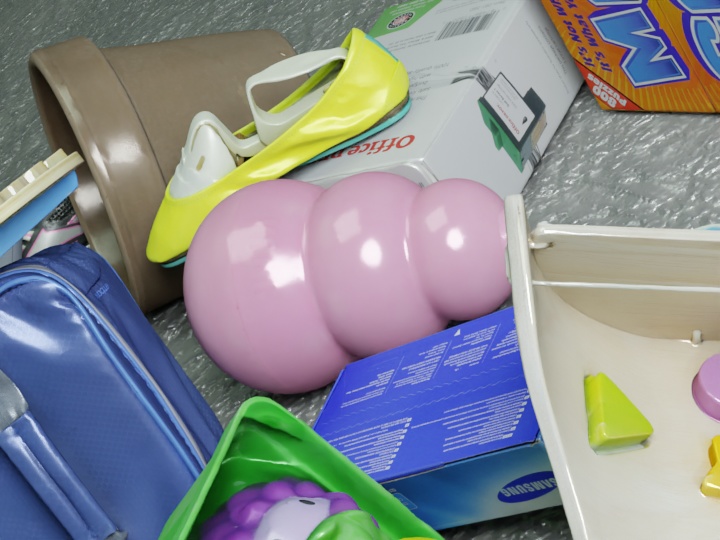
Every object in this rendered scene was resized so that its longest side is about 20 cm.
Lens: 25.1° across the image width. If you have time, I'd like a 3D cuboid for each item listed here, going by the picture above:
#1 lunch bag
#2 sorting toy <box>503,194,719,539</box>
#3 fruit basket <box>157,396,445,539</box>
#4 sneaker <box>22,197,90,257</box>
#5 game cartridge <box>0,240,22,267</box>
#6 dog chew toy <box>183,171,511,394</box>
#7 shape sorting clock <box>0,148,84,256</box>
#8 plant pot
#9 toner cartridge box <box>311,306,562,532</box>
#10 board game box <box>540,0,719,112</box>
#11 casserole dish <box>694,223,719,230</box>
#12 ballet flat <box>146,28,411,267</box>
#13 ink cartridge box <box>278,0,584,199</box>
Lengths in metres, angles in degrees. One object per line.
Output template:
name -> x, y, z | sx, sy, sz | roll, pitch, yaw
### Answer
lunch bag -> -0.160, 0.097, 0.864 | 0.136, 0.200, 0.132 | -34, 8, 6
sorting toy -> 0.149, 0.074, 0.605 | 0.199, 0.107, 0.181 | 2, 57, -2
fruit basket -> -0.013, 0.157, 0.663 | 0.216, 0.155, 0.216 | -45, 16, 17
sneaker -> -0.251, -0.023, 1.272 | 0.200, 0.086, 0.080 | -48, 28, -19
game cartridge -> -0.325, 0.041, 1.231 | 0.199, 0.040, 0.134 | -30, 54, 33
dog chew toy -> 0.000, 0.000, 0.917 | 0.199, 0.125, 0.125 | -12, 34, 25
shape sorting clock -> -0.228, -0.001, 0.851 | 0.200, 0.039, 0.200 | -40, 11, 9
plant pot -> -0.121, -0.089, 1.153 | 0.174, 0.201, 0.200 | -23, 23, -16
toner cartridge box -> 0.046, 0.073, 0.770 | 0.200, 0.043, 0.095 | -23, 34, 50
board game box -> 0.220, -0.231, 0.931 | 0.200, 0.200, 0.199 | -46, 28, -21
casserole dish -> 0.150, 0.043, 0.757 | 0.121, 0.039, 0.200 | -24, 28, 21
ballet flat -> -0.063, -0.080, 0.986 | 0.199, 0.067, 0.067 | -32, 29, 11
ink cartridge box -> 0.046, -0.096, 1.045 | 0.146, 0.084, 0.200 | -8, 39, 44
